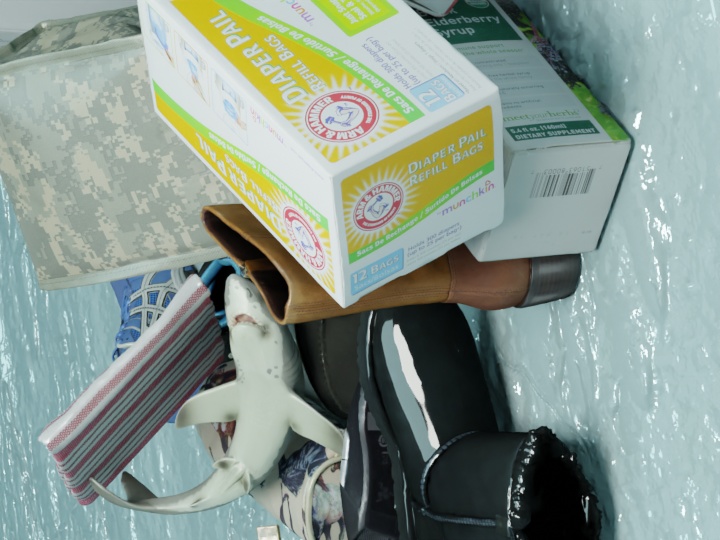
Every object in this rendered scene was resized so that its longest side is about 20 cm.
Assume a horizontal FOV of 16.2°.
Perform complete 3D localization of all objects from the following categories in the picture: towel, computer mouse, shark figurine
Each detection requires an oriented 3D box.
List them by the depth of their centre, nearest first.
[{"bbox_3d":[-0.005,0.141,1.578,0.046,0.140,0.200,-168,75,-65],"label":"computer mouse"},{"bbox_3d":[-0.076,0.104,1.658,0.128,0.090,0.215,36,121,1],"label":"shark figurine"},{"bbox_3d":[-0.151,0.079,1.661,0.030,0.146,0.200,40,168,10],"label":"towel"}]

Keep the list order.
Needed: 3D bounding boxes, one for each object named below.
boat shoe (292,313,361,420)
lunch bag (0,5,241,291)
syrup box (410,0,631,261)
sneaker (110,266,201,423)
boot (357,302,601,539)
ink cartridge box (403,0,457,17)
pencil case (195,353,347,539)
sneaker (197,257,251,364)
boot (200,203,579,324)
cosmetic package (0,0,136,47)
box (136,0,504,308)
[{"bbox_3d":[-0.003,0.000,1.615,0.063,0.074,0.202,-137,50,-78],"label":"boat shoe"},{"bbox_3d":[-0.134,-0.089,1.634,0.200,0.118,0.164,-7,111,34],"label":"lunch bag"},{"bbox_3d":[0.068,-0.096,1.461,0.200,0.079,0.082,57,142,43],"label":"syrup box"},{"bbox_3d":[-0.157,0.046,1.929,0.200,0.077,0.076,-127,40,-49],"label":"sneaker"},{"bbox_3d":[0.071,0.104,1.482,0.162,0.073,0.199,7,107,66],"label":"boot"},{"bbox_3d":[0.024,-0.267,1.465,0.148,0.086,0.200,-53,45,21],"label":"ink cartridge box"},{"bbox_3d":[-0.045,0.121,1.722,0.200,0.078,0.090,34,113,56],"label":"pencil case"},{"bbox_3d":[-0.095,0.016,1.780,0.073,0.082,0.200,49,145,10],"label":"sneaker"},{"bbox_3d":[-0.001,-0.027,1.474,0.188,0.200,0.069,56,141,44],"label":"boot"},{"bbox_3d":[-0.260,-0.233,1.975,0.200,0.167,0.167,-24,67,61],"label":"cosmetic package"},{"bbox_3d":[-0.023,-0.092,1.373,0.200,0.112,0.101,45,154,36],"label":"box"}]
